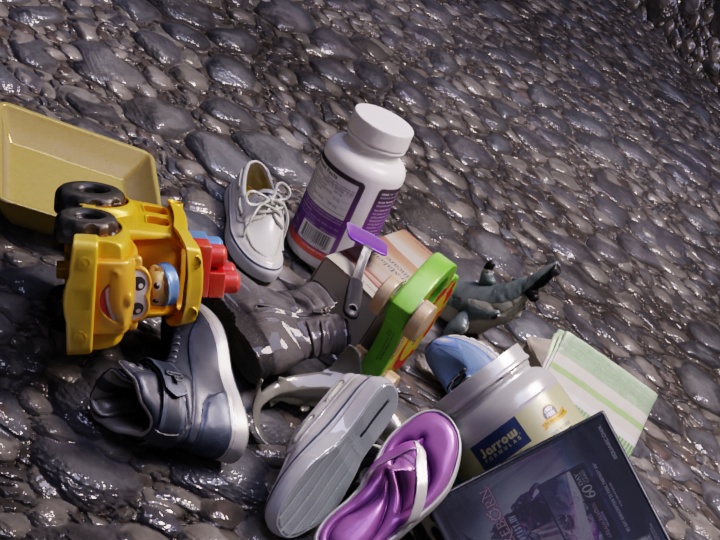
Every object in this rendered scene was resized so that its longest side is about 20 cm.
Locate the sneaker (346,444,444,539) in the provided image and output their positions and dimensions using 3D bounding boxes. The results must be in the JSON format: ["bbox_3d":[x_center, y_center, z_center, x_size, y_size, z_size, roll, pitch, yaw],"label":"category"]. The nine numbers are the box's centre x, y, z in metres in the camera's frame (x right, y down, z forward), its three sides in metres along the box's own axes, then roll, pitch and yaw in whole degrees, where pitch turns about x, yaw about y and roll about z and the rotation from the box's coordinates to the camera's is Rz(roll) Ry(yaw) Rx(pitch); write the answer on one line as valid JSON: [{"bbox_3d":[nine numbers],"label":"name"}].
[{"bbox_3d":[0.072,0.240,1.351,0.199,0.077,0.089,39,12,2],"label":"sneaker"}]

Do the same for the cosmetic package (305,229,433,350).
[{"bbox_3d":[0.021,0.025,1.614,0.103,0.088,0.199,42,29,15],"label":"cosmetic package"}]

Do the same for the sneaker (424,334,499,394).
[{"bbox_3d":[0.145,0.155,1.549,0.200,0.079,0.089,46,28,23],"label":"sneaker"}]

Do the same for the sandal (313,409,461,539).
[{"bbox_3d":[0.033,0.212,1.261,0.082,0.050,0.203,32,61,16],"label":"sandal"}]

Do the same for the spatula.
[{"bbox_3d":[0.000,0.000,1.509,0.056,0.021,0.201,26,33,-9],"label":"spatula"}]

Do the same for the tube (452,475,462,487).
[{"bbox_3d":[0.156,0.260,1.432,0.199,0.050,0.078,36,41,-5],"label":"tube"}]

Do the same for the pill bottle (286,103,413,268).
[{"bbox_3d":[-0.009,-0.104,1.658,0.110,0.202,0.112,21,25,-10],"label":"pill bottle"}]

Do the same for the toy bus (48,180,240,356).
[{"bbox_3d":[-0.209,0.001,1.278,0.189,0.138,0.200,5,17,-13],"label":"toy bus"}]

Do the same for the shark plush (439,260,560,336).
[{"bbox_3d":[0.165,0.029,1.675,0.090,0.199,0.084,-10,80,-39],"label":"shark plush"}]

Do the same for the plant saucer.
[{"bbox_3d":[-0.325,-0.092,1.478,0.198,0.049,0.201,18,32,-27],"label":"plant saucer"}]

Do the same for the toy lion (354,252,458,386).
[{"bbox_3d":[0.061,0.053,1.506,0.068,0.201,0.192,35,46,11],"label":"toy lion"}]

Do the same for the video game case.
[{"bbox_3d":[0.182,0.246,1.273,0.144,0.198,0.019,62,10,5],"label":"video game case"}]

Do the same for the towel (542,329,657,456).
[{"bbox_3d":[0.246,0.189,1.510,0.152,0.023,0.201,34,69,-12],"label":"towel"}]

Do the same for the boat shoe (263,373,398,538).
[{"bbox_3d":[-0.040,0.181,1.290,0.066,0.074,0.200,12,44,38],"label":"boat shoe"}]

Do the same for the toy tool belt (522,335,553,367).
[{"bbox_3d":[0.279,0.169,1.622,0.121,0.126,0.201,2,40,-31],"label":"toy tool belt"}]

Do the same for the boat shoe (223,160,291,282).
[{"bbox_3d":[-0.121,-0.074,1.624,0.074,0.087,0.203,20,30,-22],"label":"boat shoe"}]

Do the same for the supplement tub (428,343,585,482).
[{"bbox_3d":[0.174,0.193,1.359,0.201,0.145,0.145,54,31,8],"label":"supplement tub"}]

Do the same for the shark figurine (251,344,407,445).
[{"bbox_3d":[-0.039,0.120,1.393,0.212,0.090,0.128,12,26,-33],"label":"shark figurine"}]

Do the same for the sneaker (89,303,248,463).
[{"bbox_3d":[-0.200,0.093,1.280,0.145,0.077,0.203,14,34,-37],"label":"sneaker"}]

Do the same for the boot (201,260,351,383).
[{"bbox_3d":[-0.104,0.033,1.451,0.130,0.070,0.201,-17,60,-30],"label":"boot"}]
